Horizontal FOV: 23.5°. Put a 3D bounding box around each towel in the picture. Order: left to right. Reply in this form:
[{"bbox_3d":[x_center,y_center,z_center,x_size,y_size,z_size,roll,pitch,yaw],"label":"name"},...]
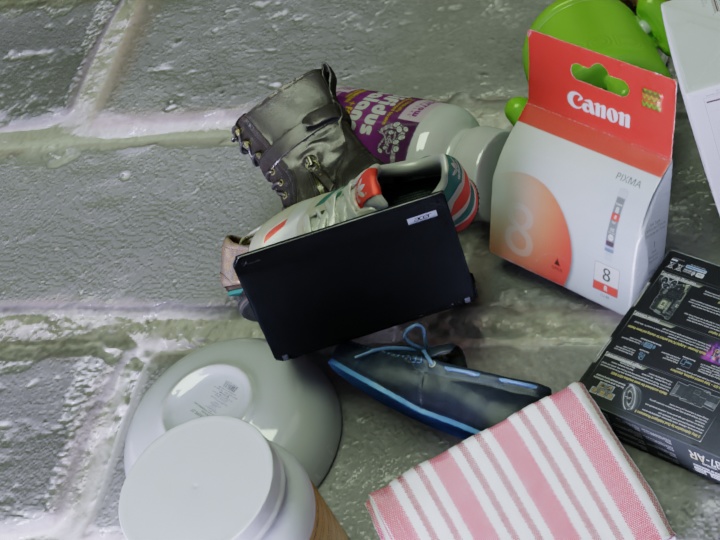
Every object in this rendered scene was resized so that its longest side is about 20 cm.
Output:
[{"bbox_3d":[0.119,0.189,1.317,0.199,0.030,0.147,-28,66,-3],"label":"towel"}]

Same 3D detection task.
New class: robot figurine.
[{"bbox_3d":[0.209,-0.171,1.538,0.175,0.116,0.201,-40,32,17],"label":"robot figurine"}]

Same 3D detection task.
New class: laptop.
[{"bbox_3d":[0.000,0.000,1.436,0.176,0.104,0.200,-17,6,5],"label":"laptop"}]

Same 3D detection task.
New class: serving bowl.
[{"bbox_3d":[-0.119,0.133,1.483,0.199,0.066,0.201,-13,47,14],"label":"serving bowl"}]

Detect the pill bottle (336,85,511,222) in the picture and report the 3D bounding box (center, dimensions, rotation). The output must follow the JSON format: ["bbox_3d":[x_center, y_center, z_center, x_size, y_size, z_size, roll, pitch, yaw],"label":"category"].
[{"bbox_3d":[0.043,-0.102,1.575,0.199,0.113,0.113,13,58,34],"label":"pill bottle"}]

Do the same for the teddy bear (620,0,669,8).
[{"bbox_3d":[0.292,-0.279,1.652,0.199,0.067,0.145,-25,54,-5],"label":"teddy bear"}]

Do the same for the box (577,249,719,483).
[{"bbox_3d":[0.288,0.081,1.345,0.199,0.044,0.161,21,63,37],"label":"box"}]

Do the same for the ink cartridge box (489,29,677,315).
[{"bbox_3d":[0.181,-0.080,1.432,0.050,0.201,0.162,-27,39,-35],"label":"ink cartridge box"}]

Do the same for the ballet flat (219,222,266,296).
[{"bbox_3d":[-0.041,-0.022,1.567,0.198,0.068,0.068,-8,86,19],"label":"ballet flat"}]

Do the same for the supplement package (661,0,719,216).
[{"bbox_3d":[0.323,-0.125,1.397,0.113,0.201,0.110,-15,47,12],"label":"supplement package"}]

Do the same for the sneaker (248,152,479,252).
[{"bbox_3d":[-0.005,-0.052,1.413,0.198,0.093,0.071,-16,65,7],"label":"sneaker"}]

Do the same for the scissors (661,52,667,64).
[{"bbox_3d":[0.240,-0.124,1.567,0.073,0.014,0.201,-7,51,23],"label":"scissors"}]

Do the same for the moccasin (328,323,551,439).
[{"bbox_3d":[0.070,0.093,1.423,0.199,0.080,0.069,21,79,25],"label":"moccasin"}]

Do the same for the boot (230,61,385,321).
[{"bbox_3d":[-0.062,-0.069,1.528,0.200,0.069,0.174,-40,62,-1],"label":"boot"}]

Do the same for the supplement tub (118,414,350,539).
[{"bbox_3d":[-0.084,0.215,1.299,0.144,0.201,0.145,-13,47,14],"label":"supplement tub"}]
